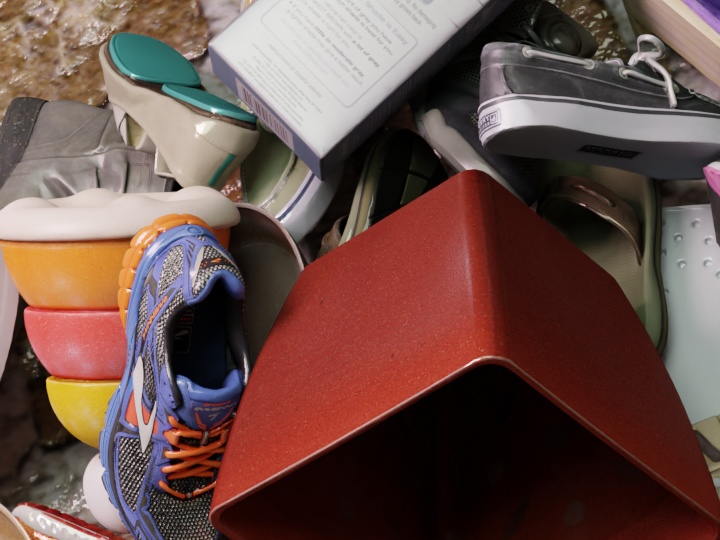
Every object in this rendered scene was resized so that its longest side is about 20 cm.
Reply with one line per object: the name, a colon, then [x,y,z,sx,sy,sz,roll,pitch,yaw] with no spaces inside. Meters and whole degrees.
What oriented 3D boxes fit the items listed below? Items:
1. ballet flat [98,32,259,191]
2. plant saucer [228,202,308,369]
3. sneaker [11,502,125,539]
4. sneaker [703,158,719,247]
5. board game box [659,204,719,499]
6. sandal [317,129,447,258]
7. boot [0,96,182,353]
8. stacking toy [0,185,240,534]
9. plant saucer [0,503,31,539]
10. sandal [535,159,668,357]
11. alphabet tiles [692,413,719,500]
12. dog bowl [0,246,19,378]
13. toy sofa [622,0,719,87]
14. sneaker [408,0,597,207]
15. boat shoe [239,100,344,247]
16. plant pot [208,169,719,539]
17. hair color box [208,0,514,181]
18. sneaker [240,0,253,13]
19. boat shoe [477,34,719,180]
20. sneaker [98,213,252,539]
ballet flat: [-0.123,-0.095,1.629,0.069,0.070,0.200,-37,29,-6]
plant saucer: [-0.082,0.060,1.537,0.200,0.032,0.201,-23,60,47]
sneaker: [-0.131,0.198,1.503,0.200,0.073,0.077,16,86,34]
sneaker: [0.285,-0.019,1.447,0.086,0.081,0.200,-35,46,-29]
board game box: [0.253,0.048,1.468,0.199,0.026,0.201,-3,57,19]
sandal: [-0.001,0.000,1.563,0.057,0.080,0.201,-3,56,40]
boot: [-0.180,-0.032,1.669,0.130,0.068,0.201,3,60,16]
stacking toy: [-0.138,0.053,1.514,0.146,0.146,0.201,-1,96,20]
plant saucer: [-0.243,0.225,1.504,0.200,0.035,0.201,-9,73,32]
sandal: [0.135,-0.019,1.518,0.080,0.057,0.201,-36,39,26]
alphabet tiles: [0.273,0.093,1.410,0.199,0.008,0.168,-23,53,5]
dog bowl: [-0.279,0.040,1.590,0.200,0.059,0.201,-35,47,48]
toy sofa: [0.242,-0.146,1.559,0.083,0.098,0.200,-39,52,-7]
sneaker: [0.091,-0.105,1.558,0.114,0.076,0.200,-39,21,11]
boat shoe: [-0.051,-0.090,1.629,0.072,0.062,0.200,-31,32,30]
plant pot: [0.057,0.069,1.402,0.200,0.200,0.177,-31,39,30]
hair color box: [0.015,-0.160,1.545,0.200,0.061,0.099,-44,81,-8]
sneaker: [0.002,-0.175,1.653,0.199,0.076,0.088,-6,32,-32]
boat shoe: [0.157,-0.096,1.499,0.199,0.074,0.068,4,73,-21]
sneaker: [-0.098,0.073,1.430,0.075,0.201,0.078,-8,18,-26]
